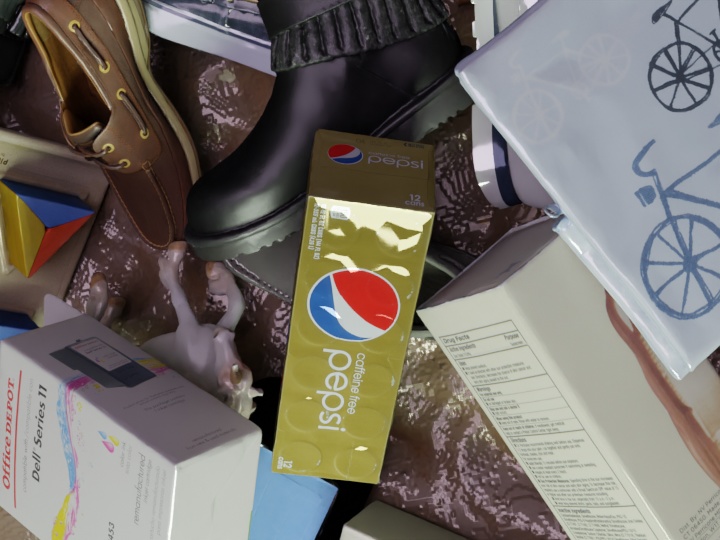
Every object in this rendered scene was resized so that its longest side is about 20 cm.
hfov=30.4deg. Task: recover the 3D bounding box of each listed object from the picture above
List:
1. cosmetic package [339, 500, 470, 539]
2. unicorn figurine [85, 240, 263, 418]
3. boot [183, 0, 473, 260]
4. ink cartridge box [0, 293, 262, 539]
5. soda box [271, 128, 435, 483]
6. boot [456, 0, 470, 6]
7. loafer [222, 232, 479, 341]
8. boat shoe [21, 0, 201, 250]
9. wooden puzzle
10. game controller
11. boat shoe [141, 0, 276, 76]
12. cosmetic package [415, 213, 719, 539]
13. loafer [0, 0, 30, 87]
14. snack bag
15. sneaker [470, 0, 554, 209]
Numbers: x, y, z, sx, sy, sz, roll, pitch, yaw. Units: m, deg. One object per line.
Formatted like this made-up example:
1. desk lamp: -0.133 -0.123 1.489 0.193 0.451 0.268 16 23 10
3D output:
1. cosmetic package: 0.073 0.230 0.805 0.198 0.073 0.105 22 100 16
2. unicorn figurine: -0.121 0.052 0.838 0.199 0.073 0.139 -34 50 33
3. boot: -0.045 -0.121 0.750 0.210 0.079 0.159 -36 112 -1
4. ink cartridge box: -0.152 0.106 0.770 0.199 0.067 0.119 27 120 35
5. soda box: -0.006 0.026 0.739 0.067 0.064 0.202 7 128 -3
6. boot: 0.142 -0.186 0.761 0.198 0.068 0.191 -11 102 25
7. loafer: 0.000 0.000 0.816 0.197 0.070 0.071 11 97 18
8. boat shoe: -0.157 -0.094 0.826 0.071 0.068 0.202 10 131 36
9. wooden puzzle: -0.258 0.003 0.846 0.046 0.184 0.202 39 108 39
10. game controller: -0.066 0.170 0.821 0.104 0.042 0.202 32 77 -23
11. boat shoe: -0.071 -0.178 0.834 0.198 0.071 0.092 21 99 9
12. cosmetic package: 0.134 0.072 0.725 0.087 0.103 0.201 -38 99 -24
13. loafer: -0.226 -0.220 0.882 0.062 0.072 0.203 9 94 12
14. snack bag: 0.165 -0.080 0.678 0.188 0.021 0.201 -41 93 -12
15. sneaker: 0.107 -0.135 0.734 0.079 0.076 0.203 -1 96 26
